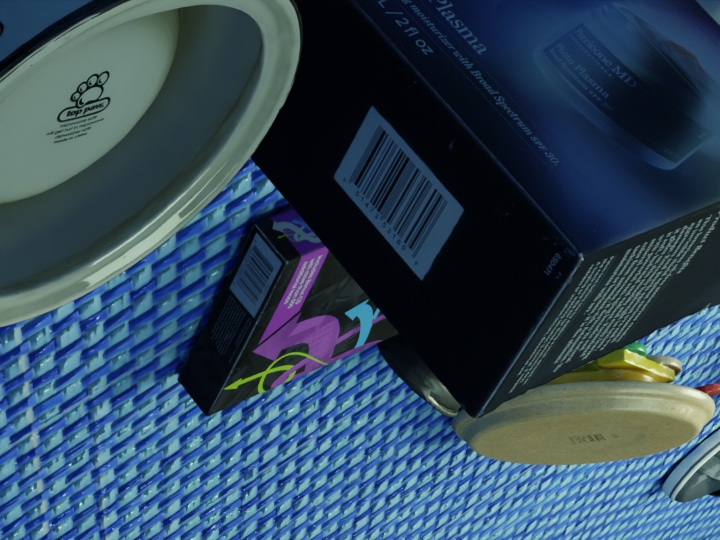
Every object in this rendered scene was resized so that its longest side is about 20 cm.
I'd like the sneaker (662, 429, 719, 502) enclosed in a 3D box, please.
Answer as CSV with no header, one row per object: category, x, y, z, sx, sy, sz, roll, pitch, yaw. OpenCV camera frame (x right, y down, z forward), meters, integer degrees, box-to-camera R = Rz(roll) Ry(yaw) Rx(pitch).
sneaker,0.398,0.182,2.332,0.200,0.079,0.078,-35,160,-8

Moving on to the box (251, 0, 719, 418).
box,0.082,-0.065,1.117,0.198,0.200,0.123,-21,152,-42

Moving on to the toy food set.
toy food set,0.166,0.101,1.720,0.198,0.049,0.200,-13,159,30

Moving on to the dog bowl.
dog bowl,-0.124,-0.068,0.940,0.200,0.074,0.200,-33,158,-15

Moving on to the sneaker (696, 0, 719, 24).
sneaker,0.233,-0.141,1.364,0.073,0.085,0.200,17,120,-41

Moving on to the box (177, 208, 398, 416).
box,0.000,0.000,1.343,0.200,0.036,0.143,-24,154,-39

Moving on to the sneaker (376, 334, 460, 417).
sneaker,0.075,0.038,1.504,0.089,0.074,0.200,-46,168,17
